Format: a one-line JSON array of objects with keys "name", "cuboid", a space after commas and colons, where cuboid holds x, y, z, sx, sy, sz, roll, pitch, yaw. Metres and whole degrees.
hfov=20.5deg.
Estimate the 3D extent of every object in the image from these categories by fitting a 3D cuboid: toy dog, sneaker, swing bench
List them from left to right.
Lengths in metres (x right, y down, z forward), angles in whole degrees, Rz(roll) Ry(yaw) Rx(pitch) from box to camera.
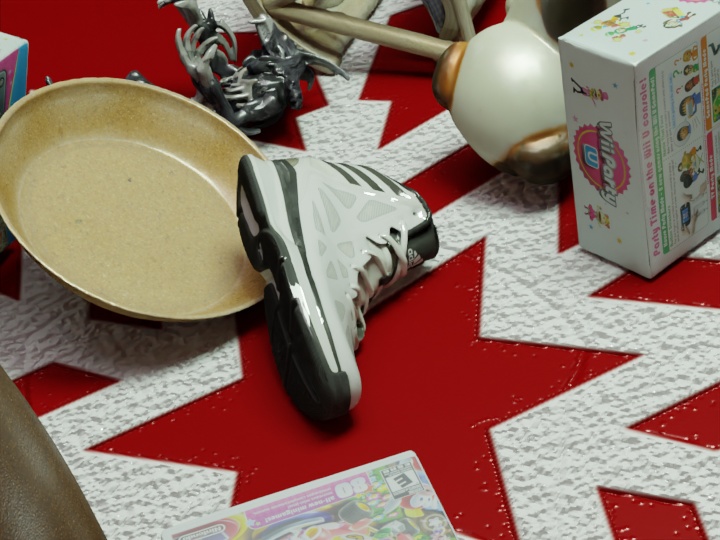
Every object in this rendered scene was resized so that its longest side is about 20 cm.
[{"name": "sneaker", "cuboid": [0.000, 0.000, 1.163, 0.114, 0.076, 0.201, -5, 45, -14]}, {"name": "swing bench", "cuboid": [0.034, -0.244, 1.462, 0.198, 0.131, 0.199, 1, 36, 27]}, {"name": "toy dog", "cuboid": [0.142, -0.146, 1.253, 0.139, 0.200, 0.194, 41, 11, 9]}]

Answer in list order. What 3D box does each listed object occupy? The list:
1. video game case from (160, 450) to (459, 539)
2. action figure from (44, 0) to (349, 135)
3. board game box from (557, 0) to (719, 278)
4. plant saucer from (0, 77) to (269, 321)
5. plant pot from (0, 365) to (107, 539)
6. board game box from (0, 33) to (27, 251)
[{"name": "video game case", "cuboid": [-0.010, 0.172, 0.968, 0.142, 0.018, 0.200, -17, 35, -8]}, {"name": "action figure", "cuboid": [-0.112, -0.135, 1.368, 0.198, 0.103, 0.119, -20, 23, -10]}, {"name": "board game box", "cuboid": [0.214, -0.110, 1.193, 0.199, 0.149, 0.064, -33, 40, -29]}, {"name": "plant saucer", "cuboid": [-0.137, -0.036, 1.228, 0.198, 0.036, 0.201, 16, 43, -15]}, {"name": "plant pot", "cuboid": [-0.228, 0.102, 0.970, 0.185, 0.201, 0.188, -8, 35, 5]}, {"name": "board game box", "cuboid": [-0.278, -0.047, 1.201, 0.064, 0.149, 0.200, 17, 32, 13]}]
